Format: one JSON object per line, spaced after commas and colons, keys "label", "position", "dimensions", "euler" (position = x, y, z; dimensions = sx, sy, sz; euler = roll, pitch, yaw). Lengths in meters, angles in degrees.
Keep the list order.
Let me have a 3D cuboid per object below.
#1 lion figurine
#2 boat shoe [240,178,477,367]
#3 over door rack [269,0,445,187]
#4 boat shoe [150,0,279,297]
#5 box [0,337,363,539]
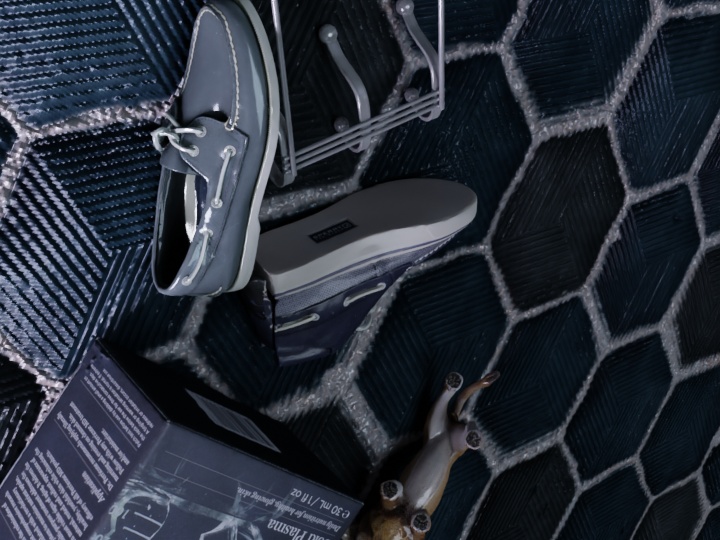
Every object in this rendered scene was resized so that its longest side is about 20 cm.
{"label": "lion figurine", "position": [0.056, 0.181, 0.844], "dimensions": [0.200, 0.072, 0.123], "euler": [-47, 166, -19]}
{"label": "boat shoe", "position": [0.000, 0.000, 0.721], "dimensions": [0.199, 0.075, 0.093], "euler": [-19, 129, -22]}
{"label": "over door rack", "position": [-0.005, -0.164, 0.621], "dimensions": [0.147, 0.067, 0.201], "euler": [-28, 147, -26]}
{"label": "boat shoe", "position": [-0.098, -0.072, 0.599], "dimensions": [0.062, 0.073, 0.201], "euler": [-14, 124, -38]}
{"label": "box", "position": [-0.140, 0.186, 0.658], "dimensions": [0.200, 0.124, 0.197], "euler": [34, 90, -43]}
